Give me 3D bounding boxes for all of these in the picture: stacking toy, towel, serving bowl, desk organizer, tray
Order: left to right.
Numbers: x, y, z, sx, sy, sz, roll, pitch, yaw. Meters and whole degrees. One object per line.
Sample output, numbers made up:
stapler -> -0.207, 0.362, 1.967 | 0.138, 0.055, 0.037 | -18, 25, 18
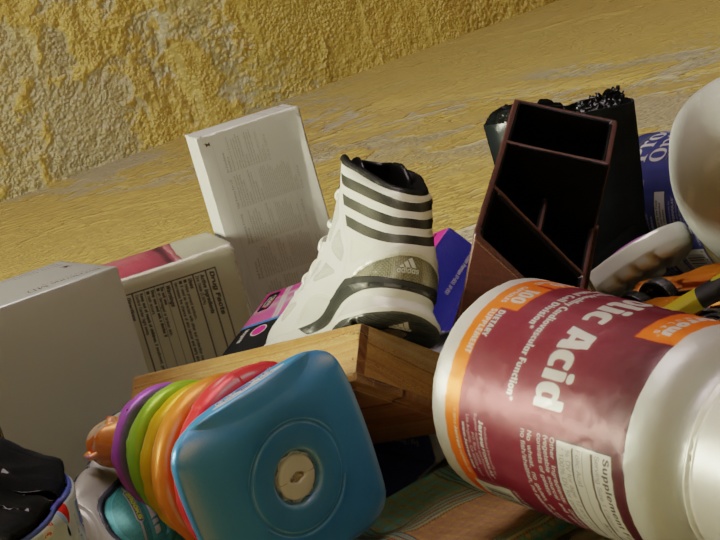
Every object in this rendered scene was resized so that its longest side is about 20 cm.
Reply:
stacking toy -> -0.091, 0.099, 1.111 | 0.116, 0.110, 0.200 | -32, 22, -31
tray -> -0.034, 0.076, 1.171 | 0.099, 0.037, 0.200 | 22, -24, -38
towel -> 0.071, 0.124, 1.097 | 0.200, 0.022, 0.147 | -24, 13, -33
desk organizer -> 0.103, -0.022, 1.177 | 0.072, 0.077, 0.200 | 12, 28, 5
serving bowl -> 0.287, -0.042, 1.273 | 0.200, 0.200, 0.066 | -8, 50, 35

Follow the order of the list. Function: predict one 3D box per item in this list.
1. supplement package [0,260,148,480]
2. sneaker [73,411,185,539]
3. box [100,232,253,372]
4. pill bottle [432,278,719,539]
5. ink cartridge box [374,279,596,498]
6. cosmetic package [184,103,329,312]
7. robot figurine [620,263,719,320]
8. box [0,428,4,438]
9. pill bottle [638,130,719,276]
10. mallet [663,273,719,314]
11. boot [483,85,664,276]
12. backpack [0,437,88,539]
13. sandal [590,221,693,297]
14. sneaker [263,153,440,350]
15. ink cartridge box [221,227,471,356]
supplement package -> -0.244, 0.098, 1.326 | 0.200, 0.156, 0.111 | -21, 12, -27
sneaker -> -0.125, 0.140, 1.225 | 0.079, 0.078, 0.200 | 4, 17, 1
box -> -0.177, 0.063, 1.476 | 0.200, 0.128, 0.109 | -18, 10, -12
pill bottle -> 0.137, 0.074, 0.970 | 0.114, 0.114, 0.200 | -23, 22, -33
ink cartridge box -> 0.022, 0.065, 1.277 | 0.200, 0.043, 0.196 | -38, 20, -28
cosmetic package -> -0.062, -0.017, 1.519 | 0.082, 0.201, 0.051 | -18, 12, -15
robot figurine -> 0.226, 0.032, 1.238 | 0.200, 0.058, 0.145 | -6, 15, 46
box -> -0.221, 0.127, 1.142 | 0.048, 0.159, 0.200 | -19, 11, -5
pill bottle -> 0.224, -0.047, 1.492 | 0.112, 0.112, 0.200 | -25, 14, -38
mallet -> 0.187, 0.015, 1.160 | 0.200, 0.041, 0.066 | -32, 16, 15
boot -> 0.111, -0.031, 1.428 | 0.200, 0.169, 0.076 | -14, 10, 14
backpack -> -0.211, 0.168, 0.945 | 0.190, 0.154, 0.200 | -22, 16, 12
sandal -> 0.128, 0.016, 1.364 | 0.202, 0.050, 0.082 | -29, -16, 9
sneaker -> 0.001, 0.000, 1.186 | 0.075, 0.116, 0.200 | 13, -18, -19
ink cartridge box -> 0.006, 0.024, 1.295 | 0.200, 0.037, 0.095 | -18, 21, 32
